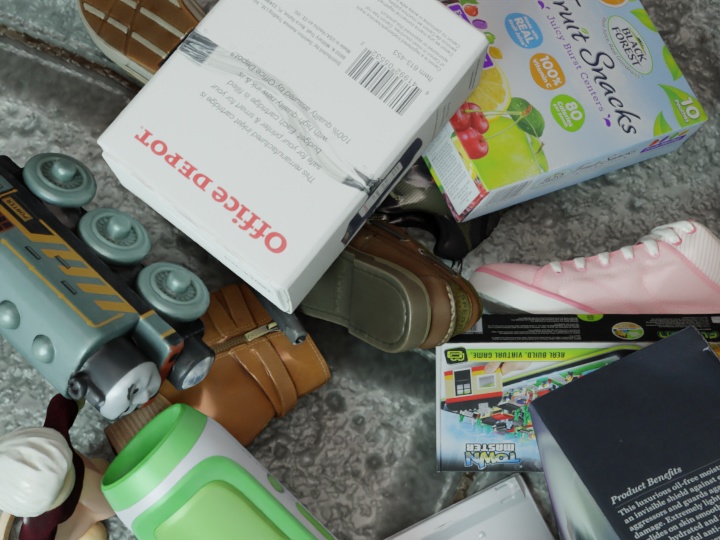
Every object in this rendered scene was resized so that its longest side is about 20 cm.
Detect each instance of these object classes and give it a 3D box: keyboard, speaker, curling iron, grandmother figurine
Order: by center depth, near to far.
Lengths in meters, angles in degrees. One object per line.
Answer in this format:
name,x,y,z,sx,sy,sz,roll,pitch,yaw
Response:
grandmother figurine,-0.186,0.131,0.901,0.060,0.200,0.121,0,77,-1
speaker,-0.067,0.177,0.916,0.088,0.088,0.200,-46,103,-11
keyboard,0.033,0.205,0.988,0.200,0.011,0.056,-26,84,-7
curling iron,-0.091,-0.028,1.000,0.026,0.050,0.200,-25,64,-12

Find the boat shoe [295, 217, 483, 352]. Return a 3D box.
boat shoe,0.000,0.000,0.970,0.068,0.072,0.200,-7,30,-35

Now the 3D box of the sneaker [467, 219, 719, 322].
sneaker,0.176,0.005,1.004,0.200,0.075,0.105,17,81,-5

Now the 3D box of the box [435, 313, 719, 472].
box,0.150,0.082,0.965,0.200,0.110,0.035,-1,33,3

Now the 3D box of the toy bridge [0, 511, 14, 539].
toy bridge,-0.280,0.218,0.967,0.067,0.027,0.200,37,78,5

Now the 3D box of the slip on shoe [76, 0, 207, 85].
slip on shoe,-0.127,-0.155,1.046,0.200,0.061,0.076,36,76,26

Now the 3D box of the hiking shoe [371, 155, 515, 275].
hiking shoe,0.009,-0.076,1.020,0.200,0.076,0.101,33,75,5

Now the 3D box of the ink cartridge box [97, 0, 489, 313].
ink cartridge box,-0.039,-0.096,0.897,0.145,0.084,0.200,38,79,8

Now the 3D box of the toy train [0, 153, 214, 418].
toy train,-0.183,0.008,0.895,0.200,0.085,0.114,43,37,14

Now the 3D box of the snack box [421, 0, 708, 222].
snack box,0.124,-0.129,1.010,0.200,0.053,0.142,-18,75,-29

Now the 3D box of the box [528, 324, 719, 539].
box,0.203,0.180,0.864,0.123,0.200,0.198,-23,42,-6

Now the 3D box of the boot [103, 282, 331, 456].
boot,-0.128,0.036,0.993,0.155,0.077,0.200,-30,69,-15
